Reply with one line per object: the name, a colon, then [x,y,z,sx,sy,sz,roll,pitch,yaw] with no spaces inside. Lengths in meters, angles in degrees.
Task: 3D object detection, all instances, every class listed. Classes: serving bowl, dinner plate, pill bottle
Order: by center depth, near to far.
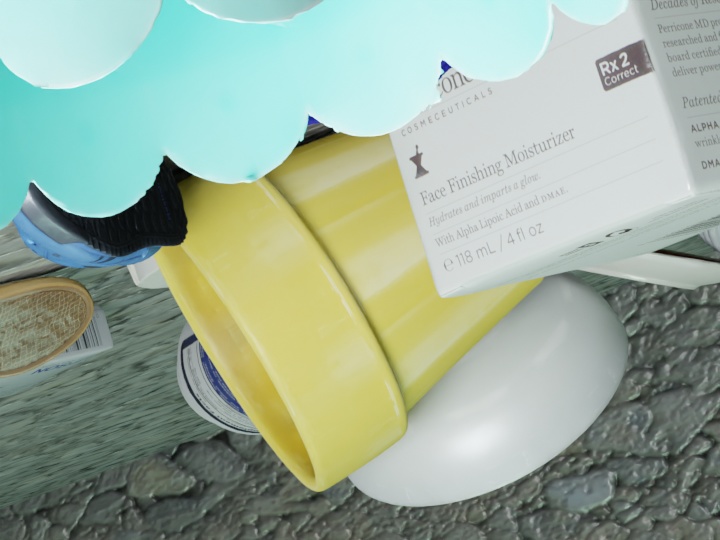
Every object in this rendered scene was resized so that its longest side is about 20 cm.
serving bowl: [0.064,0.057,1.597,0.200,0.066,0.200,-23,-151,14]
dinner plate: [0.155,-0.011,1.645,0.200,0.024,0.200,11,-179,0]
pill bottle: [-0.064,0.055,1.765,0.111,0.111,0.200,-15,174,-21]

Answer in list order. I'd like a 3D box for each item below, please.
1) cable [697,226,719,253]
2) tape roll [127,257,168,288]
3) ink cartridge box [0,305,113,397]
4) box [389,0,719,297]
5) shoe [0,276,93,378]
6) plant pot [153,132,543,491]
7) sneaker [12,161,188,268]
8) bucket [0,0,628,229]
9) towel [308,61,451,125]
cable: [0.281,-0.094,1.592,0.200,0.069,0.200,-40,147,-4]
tape roll: [-0.057,-0.035,1.674,0.203,0.037,0.203,-18,174,-2]
ink cartridge box: [-0.327,0.087,1.967,0.200,0.041,0.200,-12,172,-44]
box: [0.153,-0.085,1.387,0.200,0.131,0.199,-11,171,-43]
shoe: [-0.279,0.045,1.712,0.200,0.070,0.053,-21,-143,-10]
plant pot: [0.000,0.000,1.501,0.189,0.201,0.201,-31,176,-11]
sneaker: [-0.156,-0.029,1.311,0.078,0.066,0.200,-15,175,13]
bucket: [-0.044,-0.102,0.634,0.207,0.135,0.207,-17,173,-2]
towel: [-0.004,-0.103,1.151,0.148,0.050,0.200,-17,174,-13]
